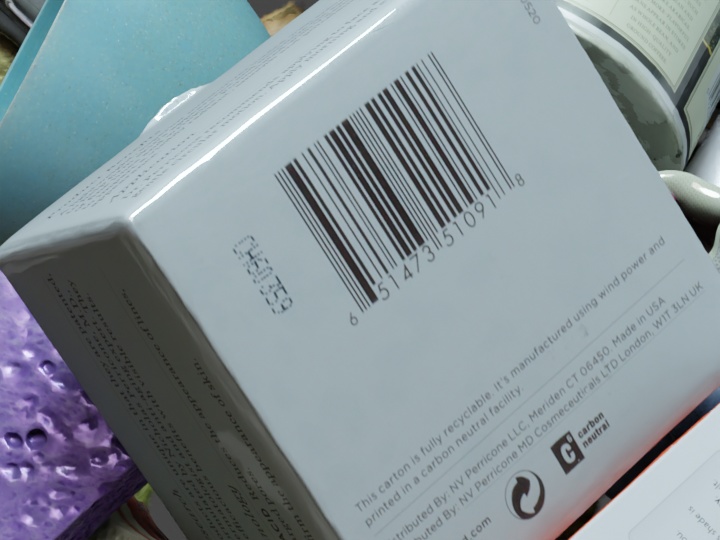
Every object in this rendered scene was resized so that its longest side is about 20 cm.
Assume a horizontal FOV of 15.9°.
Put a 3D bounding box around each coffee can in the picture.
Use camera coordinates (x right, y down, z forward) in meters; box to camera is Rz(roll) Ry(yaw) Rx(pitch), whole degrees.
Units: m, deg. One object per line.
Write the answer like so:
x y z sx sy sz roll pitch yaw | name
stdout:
0.119 -0.144 1.187 0.146 0.147 0.200 14 57 27 | coffee can

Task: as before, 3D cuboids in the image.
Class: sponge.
-0.181 0.100 1.024 0.200 0.030 0.112 -43 68 -4 | sponge

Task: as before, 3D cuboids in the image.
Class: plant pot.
-0.101 -0.058 1.188 0.134 0.200 0.201 27 40 -11 | plant pot

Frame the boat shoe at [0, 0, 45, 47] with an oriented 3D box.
-0.162 -0.147 1.388 0.067 0.057 0.200 -35 45 -29 | boat shoe

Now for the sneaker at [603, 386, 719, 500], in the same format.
0.192 0.081 1.029 0.199 0.075 0.085 -9 46 7 | sneaker

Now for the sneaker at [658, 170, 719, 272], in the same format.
0.117 0.000 1.108 0.199 0.088 0.081 -9 33 35 | sneaker

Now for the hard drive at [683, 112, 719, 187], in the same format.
0.237 -0.070 1.153 0.132 0.027 0.201 28 78 23 | hard drive

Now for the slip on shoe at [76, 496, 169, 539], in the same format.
-0.104 0.125 1.049 0.074 0.061 0.200 -48 35 -7 | slip on shoe

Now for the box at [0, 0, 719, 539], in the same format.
0.007 0.011 0.976 0.199 0.200 0.131 -40 14 -25 | box

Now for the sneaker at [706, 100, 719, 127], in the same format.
0.221 -0.112 1.245 0.199 0.088 0.076 14 45 28 | sneaker

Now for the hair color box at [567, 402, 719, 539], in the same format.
0.108 0.145 0.940 0.200 0.064 0.111 -37 78 -32 | hair color box
